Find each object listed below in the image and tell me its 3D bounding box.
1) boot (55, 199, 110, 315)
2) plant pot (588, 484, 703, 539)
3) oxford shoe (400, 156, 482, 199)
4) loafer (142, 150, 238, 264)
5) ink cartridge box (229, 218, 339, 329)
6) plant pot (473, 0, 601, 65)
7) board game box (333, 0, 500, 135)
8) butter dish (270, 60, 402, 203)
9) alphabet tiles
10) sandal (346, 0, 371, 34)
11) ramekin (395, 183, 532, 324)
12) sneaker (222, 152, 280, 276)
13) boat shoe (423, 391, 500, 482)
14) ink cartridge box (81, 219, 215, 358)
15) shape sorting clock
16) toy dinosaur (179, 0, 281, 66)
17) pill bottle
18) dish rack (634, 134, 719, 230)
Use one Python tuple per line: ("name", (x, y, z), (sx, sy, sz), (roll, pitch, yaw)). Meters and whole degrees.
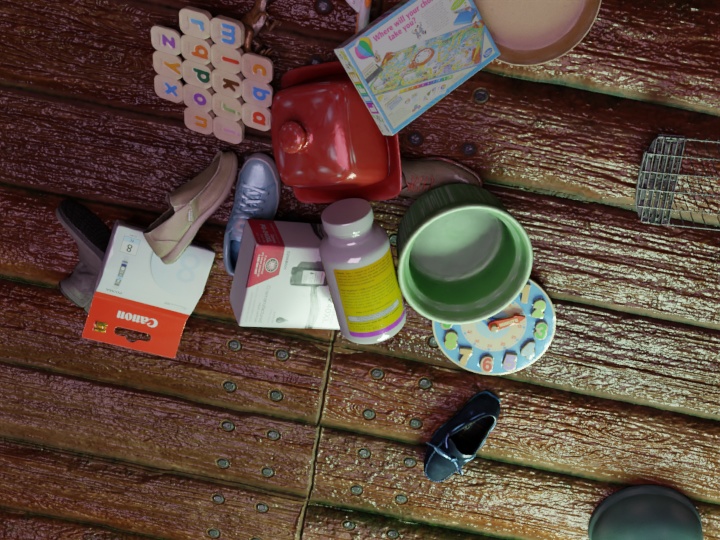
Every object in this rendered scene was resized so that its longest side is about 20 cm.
("boot", (-0.450, -0.006, 1.524), (0.130, 0.068, 0.200), (-35, 108, 20))
("plant pot", (0.504, 0.494, 1.627), (0.198, 0.134, 0.202), (2, 115, 5))
("oxford shoe", (0.084, -0.131, 1.405), (0.198, 0.075, 0.071), (8, 116, 2))
("loafer", (-0.258, -0.104, 1.422), (0.068, 0.076, 0.201), (35, 88, -24))
("ink cartridge box", (-0.087, 0.008, 1.444), (0.198, 0.084, 0.146), (3, 119, -23))
("plant pot", (0.232, -0.386, 1.297), (0.198, 0.028, 0.202), (2, 115, 5))
("board game box", (0.079, -0.295, 1.265), (0.200, 0.034, 0.135), (-38, 111, -14))
("butter dish", (-0.058, -0.189, 1.309), (0.198, 0.147, 0.202), (0, 100, 33))
("alphabet tiles", (-0.214, -0.280, 1.360), (0.194, 0.015, 0.201), (19, 133, 13))
("sandal", (-0.013, -0.379, 1.296), (0.059, 0.079, 0.208), (6, 118, 0))
("ramekin", (0.146, -0.030, 1.386), (0.198, 0.098, 0.201), (-4, 121, -6))
("sneaker", (-0.170, -0.079, 1.452), (0.073, 0.082, 0.201), (11, 116, -1))
("boat shoe", (0.165, 0.291, 1.600), (0.084, 0.069, 0.201), (25, 115, -6))
("ink cartridge box", (-0.338, 0.037, 1.491), (0.159, 0.047, 0.201), (16, 98, -22))
("shape sorting clock", (0.215, 0.086, 1.515), (0.198, 0.039, 0.202), (2, 115, 5))
("toy dinosaur", (-0.171, -0.334, 1.357), (0.200, 0.060, 0.107), (-41, 78, 22))
("pill bottle", (0.000, 0.000, 1.358), (0.103, 0.105, 0.201), (-8, 123, 9))
("dish rack", (0.506, -0.130, 1.377), (0.198, 0.055, 0.155), (6, 114, 5))
